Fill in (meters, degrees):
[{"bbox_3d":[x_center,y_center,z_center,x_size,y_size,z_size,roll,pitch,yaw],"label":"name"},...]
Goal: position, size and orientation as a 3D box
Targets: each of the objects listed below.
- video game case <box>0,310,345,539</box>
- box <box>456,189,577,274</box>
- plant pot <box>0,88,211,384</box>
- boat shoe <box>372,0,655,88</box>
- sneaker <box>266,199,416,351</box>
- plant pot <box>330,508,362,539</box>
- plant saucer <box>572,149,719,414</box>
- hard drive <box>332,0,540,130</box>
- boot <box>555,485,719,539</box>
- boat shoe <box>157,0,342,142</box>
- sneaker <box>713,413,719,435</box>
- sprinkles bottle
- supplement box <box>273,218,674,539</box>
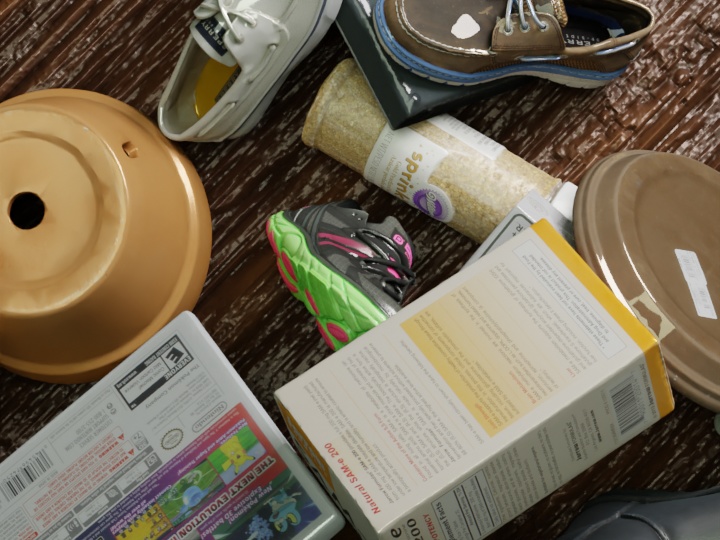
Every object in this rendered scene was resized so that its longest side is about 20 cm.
[{"bbox_3d":[-0.134,0.151,1.419,0.200,0.023,0.182,-39,59,0],"label":"video game case"},{"bbox_3d":[0.087,0.062,1.496,0.116,0.060,0.200,39,108,3],"label":"box"},{"bbox_3d":[-0.205,-0.029,1.530,0.198,0.140,0.202,0,84,4],"label":"plant pot"},{"bbox_3d":[0.103,-0.166,1.502,0.199,0.072,0.073,-1,68,-32],"label":"boat shoe"},{"bbox_3d":[0.000,0.000,1.493,0.083,0.200,0.077,-25,123,-8],"label":"sneaker"},{"bbox_3d":[0.004,0.269,1.437,0.185,0.200,0.188,-10,62,19],"label":"plant pot"},{"bbox_3d":[0.220,0.003,1.472,0.201,0.200,0.029,54,130,8],"label":"plant saucer"},{"bbox_3d":[0.033,-0.202,1.544,0.139,0.033,0.201,-21,79,-37],"label":"hard drive"},{"bbox_3d":[0.183,0.187,1.399,0.199,0.168,0.077,-4,105,35],"label":"boot"},{"bbox_3d":[-0.076,-0.158,1.514,0.071,0.070,0.200,53,131,19],"label":"boat shoe"},{"bbox_3d":[0.289,0.158,1.461,0.088,0.074,0.201,-9,51,-28],"label":"sneaker"},{"bbox_3d":[0.060,-0.066,1.546,0.199,0.068,0.069,31,87,8],"label":"sprinkles bottle"},{"bbox_3d":[0.067,0.078,1.365,0.199,0.074,0.126,-32,51,-8],"label":"supplement box"}]
